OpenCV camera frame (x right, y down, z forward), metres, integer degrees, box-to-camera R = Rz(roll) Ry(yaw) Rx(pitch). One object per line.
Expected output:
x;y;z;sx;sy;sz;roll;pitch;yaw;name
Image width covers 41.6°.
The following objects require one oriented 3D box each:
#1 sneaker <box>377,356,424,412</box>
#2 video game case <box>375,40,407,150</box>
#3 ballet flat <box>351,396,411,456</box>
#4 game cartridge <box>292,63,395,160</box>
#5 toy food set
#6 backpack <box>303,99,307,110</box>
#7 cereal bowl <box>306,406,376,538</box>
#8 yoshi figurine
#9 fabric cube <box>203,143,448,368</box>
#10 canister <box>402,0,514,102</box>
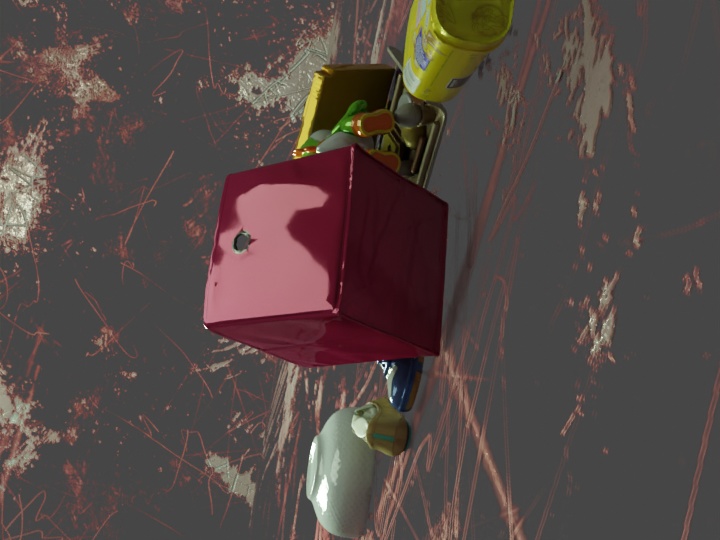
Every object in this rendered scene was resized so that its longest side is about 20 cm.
0.032;0.089;1.205;0.075;0.087;0.201;111;163;-48;sneaker
0.059;-0.228;1.481;0.200;0.036;0.183;120;155;-68;video game case
0.019;0.202;1.260;0.200;0.063;0.069;157;122;-80;ballet flat
-0.031;-0.217;1.451;0.176;0.032;0.201;-16;-52;-52;game cartridge
0.048;-0.184;1.304;0.144;0.060;0.201;-118;34;-44;toy food set
-0.020;-0.184;1.637;0.154;0.162;0.202;97;171;-71;backpack
-0.034;0.305;1.451;0.200;0.083;0.202;-171;90;-81;cereal bowl
-0.009;-0.167;1.312;0.113;0.112;0.200;-55;25;-20;yoshi figurine
-0.035;-0.007;1.103;0.198;0.200;0.198;-7;68;37;fabric cube
0.107;-0.289;1.074;0.200;0.086;0.150;135;143;-78;canister
